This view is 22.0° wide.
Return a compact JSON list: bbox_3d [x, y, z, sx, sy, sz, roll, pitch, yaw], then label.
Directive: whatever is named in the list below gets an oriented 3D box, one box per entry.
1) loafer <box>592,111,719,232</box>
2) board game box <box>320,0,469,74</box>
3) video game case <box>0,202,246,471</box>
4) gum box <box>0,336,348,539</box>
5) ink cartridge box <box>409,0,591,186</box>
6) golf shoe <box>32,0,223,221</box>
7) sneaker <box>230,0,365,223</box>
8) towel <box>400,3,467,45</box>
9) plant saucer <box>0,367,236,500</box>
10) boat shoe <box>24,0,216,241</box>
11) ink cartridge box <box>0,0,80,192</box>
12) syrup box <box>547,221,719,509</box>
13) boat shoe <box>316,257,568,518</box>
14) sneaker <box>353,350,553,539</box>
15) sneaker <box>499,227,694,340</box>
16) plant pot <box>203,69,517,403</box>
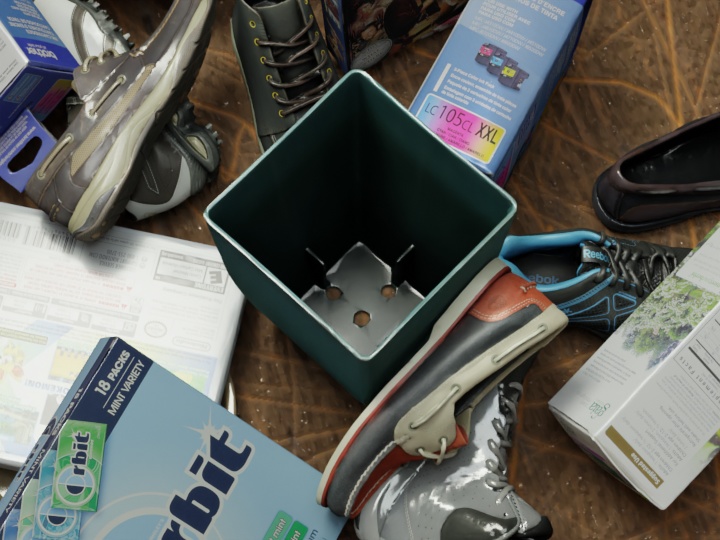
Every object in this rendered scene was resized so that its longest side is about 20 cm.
[{"bbox_3d":[0.264,-0.082,1.328,0.199,0.063,0.072,-20,70,-7],"label":"loafer"},{"bbox_3d":[0.063,-0.227,1.320,0.200,0.136,0.035,-32,72,-8],"label":"board game box"},{"bbox_3d":[-0.189,0.055,1.270,0.199,0.022,0.183,12,70,4],"label":"video game case"},{"bbox_3d":[-0.125,0.168,1.194,0.200,0.045,0.170,35,74,-18],"label":"gum box"},{"bbox_3d":[0.098,-0.138,1.303,0.076,0.137,0.201,25,72,6],"label":"ink cartridge box"},{"bbox_3d":[-0.191,-0.122,1.339,0.094,0.078,0.200,-40,73,-13],"label":"golf shoe"},{"bbox_3d":[-0.048,-0.133,1.325,0.075,0.106,0.201,-23,71,-9],"label":"sneaker"},{"bbox_3d":[0.059,-0.252,1.416,0.199,0.030,0.147,-25,71,-6],"label":"towel"},{"bbox_3d":[-0.184,0.103,1.278,0.199,0.029,0.201,0,68,1],"label":"plant saucer"},{"bbox_3d":[-0.165,-0.120,1.268,0.073,0.075,0.201,28,78,0],"label":"boat shoe"},{"bbox_3d":[-0.291,-0.147,1.320,0.136,0.076,0.200,-43,70,20],"label":"ink cartridge box"},{"bbox_3d":[0.228,0.055,1.235,0.200,0.079,0.081,-47,110,-4],"label":"syrup box"},{"bbox_3d":[0.050,0.086,1.187,0.063,0.071,0.200,40,92,11],"label":"boat shoe"},{"bbox_3d":[0.095,0.127,1.234,0.115,0.075,0.200,31,81,29],"label":"sneaker"},{"bbox_3d":[0.178,0.011,1.283,0.199,0.082,0.074,0,66,-2],"label":"sneaker"},{"bbox_3d":[0.000,0.000,1.224,0.141,0.200,0.141,41,74,15],"label":"plant pot"}]
